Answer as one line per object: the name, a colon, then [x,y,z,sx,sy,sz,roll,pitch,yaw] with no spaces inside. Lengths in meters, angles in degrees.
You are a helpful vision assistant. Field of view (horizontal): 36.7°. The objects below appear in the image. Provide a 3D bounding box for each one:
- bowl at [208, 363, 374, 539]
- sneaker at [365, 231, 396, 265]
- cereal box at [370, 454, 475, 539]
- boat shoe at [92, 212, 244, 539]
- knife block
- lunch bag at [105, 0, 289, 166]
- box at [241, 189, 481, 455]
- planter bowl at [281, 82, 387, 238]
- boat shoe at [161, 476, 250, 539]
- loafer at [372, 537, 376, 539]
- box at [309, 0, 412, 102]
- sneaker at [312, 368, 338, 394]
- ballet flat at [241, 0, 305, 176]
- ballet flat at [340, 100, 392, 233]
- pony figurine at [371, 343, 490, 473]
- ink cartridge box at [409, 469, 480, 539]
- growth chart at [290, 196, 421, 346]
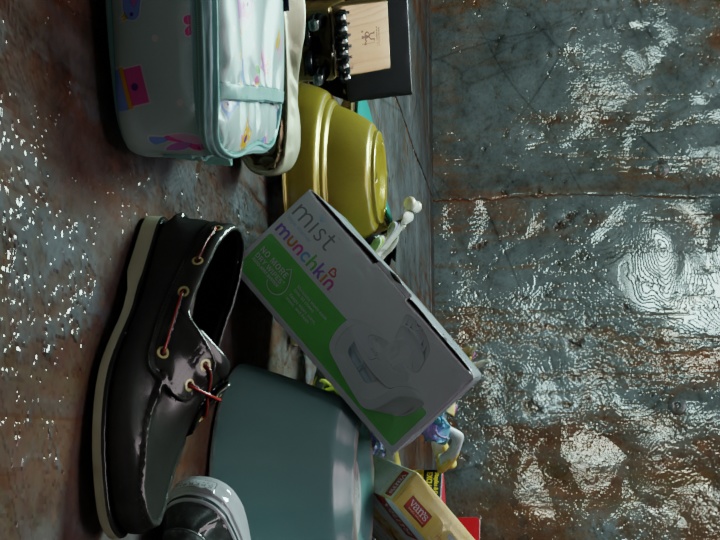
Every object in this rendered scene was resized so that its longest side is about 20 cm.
bowl: [-0.046,0.175,0.869,0.201,0.103,0.205,-2,90,-82]
sneaker: [0.004,-0.077,1.308,0.111,0.075,0.204,-120,-150,-69]
cereal box: [0.037,0.227,1.000,0.144,0.040,0.199,51,-17,-17]
boat shoe: [-0.107,0.053,0.618,0.074,0.062,0.204,82,12,-53]
knife block: [-0.067,-0.209,0.996,0.199,0.174,0.065,19,-63,50]
lunch bag: [-0.094,-0.145,0.678,0.200,0.076,0.164,-48,136,-78]
box: [0.006,0.044,0.924,0.200,0.097,0.176,49,3,8]
planter bowl: [-0.018,-0.092,1.087,0.200,0.082,0.204,-1,90,-82]
boat shoe: [-0.093,0.228,0.704,0.071,0.071,0.202,-65,144,-52]
loafer: [-0.008,0.265,1.118,0.200,0.071,0.064,-37,126,-58]
box: [-0.008,-0.288,1.134,0.141,0.077,0.204,-137,-139,-67]
sneaker: [-0.020,0.137,1.120,0.085,0.073,0.204,23,73,-75]
ballet flat: [-0.079,-0.170,0.856,0.070,0.068,0.204,-69,157,-69]
ballet flat: [-0.011,-0.124,1.225,0.069,0.062,0.202,57,18,-50]
pony figurine: [0.050,0.157,1.320,0.167,0.190,0.203,-75,174,-57]
ink cartridge box: [0.057,0.338,1.319,0.201,0.172,0.085,-79,165,-58]
growth chart: [0.000,0.000,1.132,0.201,0.018,0.145,-50,176,0]
